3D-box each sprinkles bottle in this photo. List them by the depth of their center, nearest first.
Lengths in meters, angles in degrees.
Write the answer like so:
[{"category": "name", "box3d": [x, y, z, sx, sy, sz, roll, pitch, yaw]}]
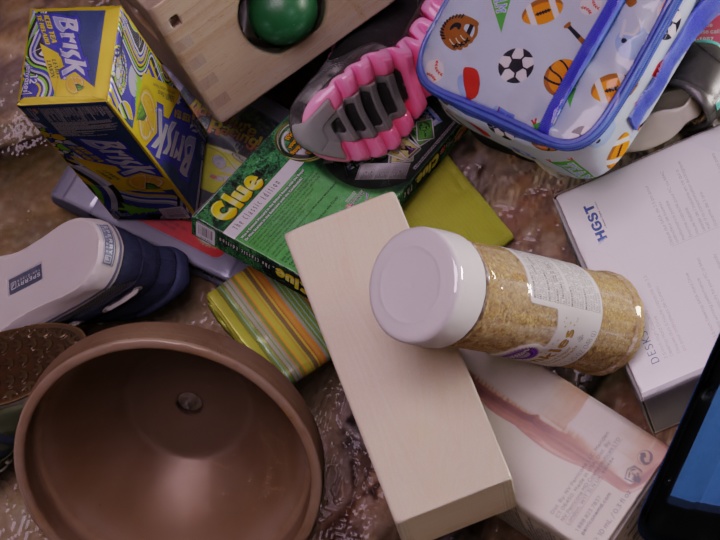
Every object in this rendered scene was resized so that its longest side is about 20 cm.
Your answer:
[{"category": "sprinkles bottle", "box3d": [0.091, 0.020, 1.398, 0.068, 0.200, 0.069, -8, 78, 39]}]

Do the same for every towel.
[{"category": "towel", "box3d": [0.000, 0.000, 1.573, 0.200, 0.018, 0.086, -32, 70, -16]}]

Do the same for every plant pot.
[{"category": "plant pot", "box3d": [-0.118, 0.109, 1.521, 0.200, 0.202, 0.093, -7, 27, 11]}]

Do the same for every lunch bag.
[{"category": "lunch bag", "box3d": [0.142, -0.167, 1.496, 0.160, 0.076, 0.201, 26, 81, 30]}]

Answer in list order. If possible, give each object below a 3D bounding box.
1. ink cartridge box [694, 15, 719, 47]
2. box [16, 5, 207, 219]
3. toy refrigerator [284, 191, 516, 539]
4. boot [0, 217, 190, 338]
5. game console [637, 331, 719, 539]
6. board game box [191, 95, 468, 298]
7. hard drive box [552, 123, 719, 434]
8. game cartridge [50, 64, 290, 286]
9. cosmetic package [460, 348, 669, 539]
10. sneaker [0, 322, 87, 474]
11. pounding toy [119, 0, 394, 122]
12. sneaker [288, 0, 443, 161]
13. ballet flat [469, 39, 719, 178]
[{"category": "ink cartridge box", "box3d": [0.195, -0.229, 1.600, 0.145, 0.085, 0.201, 1, 72, 14]}, {"category": "box", "box3d": [-0.160, -0.100, 1.536, 0.064, 0.200, 0.070, 1, 70, 13]}, {"category": "toy refrigerator", "box3d": [0.024, 0.062, 1.431, 0.076, 0.070, 0.201, -22, 68, -2]}, {"category": "boot", "box3d": [-0.213, 0.022, 1.616, 0.199, 0.090, 0.073, -18, 66, 38]}, {"category": "game console", "box3d": [0.290, 0.104, 1.395, 0.170, 0.118, 0.201, 27, 105, 21]}, {"category": "board game box", "box3d": [-0.015, -0.070, 1.579, 0.105, 0.024, 0.200, 30, 55, 16]}, {"category": "hard drive box", "box3d": [0.247, -0.010, 1.508, 0.199, 0.077, 0.156, -22, 66, 4]}, {"category": "game cartridge", "box3d": [-0.106, -0.066, 1.639, 0.199, 0.041, 0.133, 25, 73, 21]}, {"category": "cosmetic package", "box3d": [0.099, 0.108, 1.486, 0.200, 0.103, 0.087, 33, 80, 20]}, {"category": "sneaker", "box3d": [-0.259, 0.104, 1.584, 0.199, 0.090, 0.067, -21, 44, 9]}, {"category": "pounding toy", "box3d": [-0.071, -0.222, 1.570, 0.184, 0.142, 0.200, -36, 32, -5]}, {"category": "sneaker", "box3d": [0.008, -0.146, 1.594, 0.095, 0.079, 0.200, 21, 48, 35]}, {"category": "ballet flat", "box3d": [0.152, -0.103, 1.540, 0.199, 0.068, 0.069, -15, 40, 32]}]
